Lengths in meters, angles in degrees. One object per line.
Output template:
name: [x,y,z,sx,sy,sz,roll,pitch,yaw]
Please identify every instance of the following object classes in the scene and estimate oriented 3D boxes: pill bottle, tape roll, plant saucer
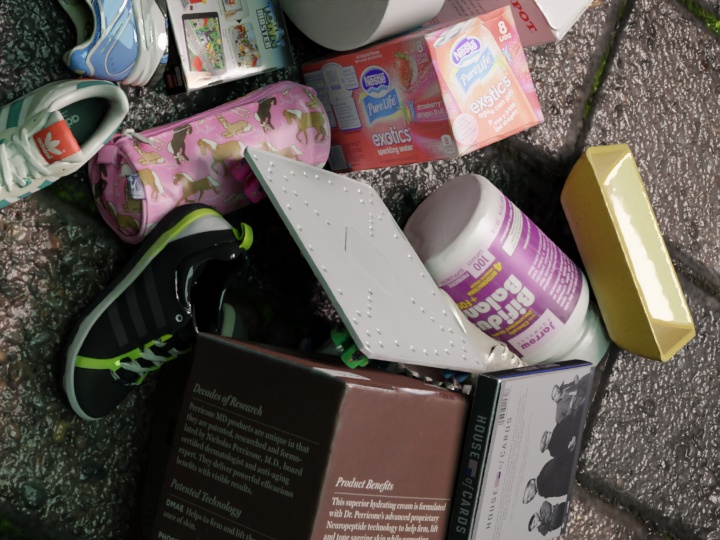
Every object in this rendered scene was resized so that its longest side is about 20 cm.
pill bottle: [0.135,0.015,1.455,0.200,0.112,0.113,40,68,-26]
tape roll: [-0.010,-0.285,1.313,0.070,0.202,0.204,-23,101,-31]
plant saucer: [0.246,-0.015,1.512,0.200,0.048,0.202,-15,85,-69]

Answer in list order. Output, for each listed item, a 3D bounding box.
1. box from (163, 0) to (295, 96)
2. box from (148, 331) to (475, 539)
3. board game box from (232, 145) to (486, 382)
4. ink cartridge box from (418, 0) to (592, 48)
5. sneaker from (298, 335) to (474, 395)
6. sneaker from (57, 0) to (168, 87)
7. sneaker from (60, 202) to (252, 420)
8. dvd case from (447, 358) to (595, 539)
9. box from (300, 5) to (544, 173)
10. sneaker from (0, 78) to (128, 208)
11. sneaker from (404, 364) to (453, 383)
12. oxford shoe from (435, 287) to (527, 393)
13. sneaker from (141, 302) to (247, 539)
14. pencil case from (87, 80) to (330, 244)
box: [-0.128,-0.254,1.329,0.109,0.035,0.202,-18,98,-33]
box: [-0.038,0.169,1.217,0.165,0.163,0.202,13,90,-49]
board game box: [0.000,0.000,1.289,0.199,0.026,0.201,13,41,-59]
ink cartridge box: [0.093,-0.264,1.380,0.084,0.199,0.146,-48,114,-25]
sneaker: [0.040,0.091,1.362,0.198,0.081,0.148,-14,80,5]
sneaker: [-0.197,-0.243,1.251,0.076,0.076,0.202,-4,82,-27]
sneaker: [-0.155,0.039,1.238,0.201,0.083,0.072,-56,144,6]
dvd case: [0.131,0.151,1.291,0.199,0.025,0.152,0,102,-60]
box: [0.047,-0.148,1.346,0.094,0.199,0.104,-24,100,-30]
sneaker: [-0.258,-0.089,1.202,0.199,0.093,0.071,-35,107,-30]
sneaker: [0.085,0.153,1.423,0.075,0.104,0.202,-21,99,-31]
oxford shoe: [0.116,0.089,1.422,0.058,0.075,0.201,-35,114,-5]
sneaker: [-0.109,0.130,1.318,0.105,0.074,0.202,14,90,-38]
pencil case: [-0.118,-0.091,1.306,0.199,0.087,0.083,-22,71,-33]
